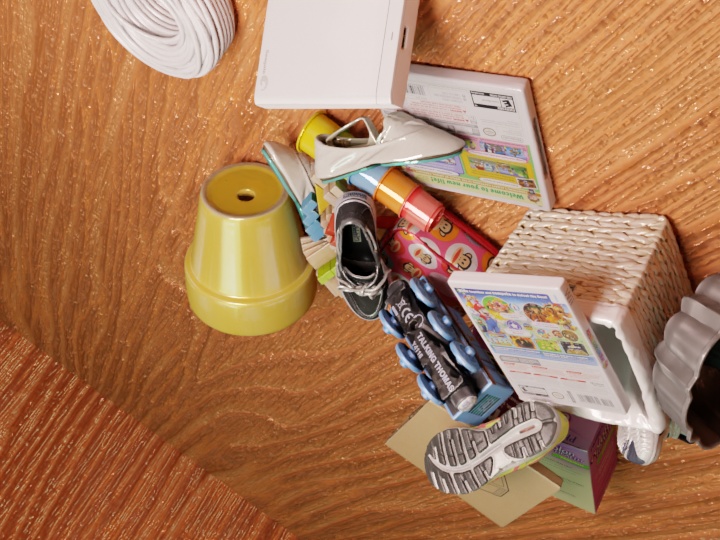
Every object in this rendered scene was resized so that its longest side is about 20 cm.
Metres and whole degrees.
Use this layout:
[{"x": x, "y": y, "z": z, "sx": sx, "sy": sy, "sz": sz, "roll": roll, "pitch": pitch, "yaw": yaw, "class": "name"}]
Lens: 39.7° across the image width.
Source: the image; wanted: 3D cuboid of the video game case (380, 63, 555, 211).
[{"x": 0.115, "y": -0.153, "z": 1.126, "sx": 0.197, "sy": 0.022, "sz": 0.183, "roll": 15, "pitch": 147, "yaw": 32, "class": "video game case"}]

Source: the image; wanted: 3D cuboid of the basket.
[{"x": 0.260, "y": 0.049, "z": 1.136, "sx": 0.196, "sy": 0.162, "sz": 0.201, "roll": 8, "pitch": 144, "yaw": 41, "class": "basket"}]

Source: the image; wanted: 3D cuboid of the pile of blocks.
[{"x": -0.042, "y": -0.040, "z": 1.298, "sx": 0.080, "sy": 0.063, "sz": 0.203, "roll": -11, "pitch": 121, "yaw": 4, "class": "pile of blocks"}]

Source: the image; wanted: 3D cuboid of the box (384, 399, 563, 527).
[{"x": 0.143, "y": 0.248, "z": 1.298, "sx": 0.198, "sy": 0.021, "sz": 0.164, "roll": 35, "pitch": 144, "yaw": 0, "class": "box"}]

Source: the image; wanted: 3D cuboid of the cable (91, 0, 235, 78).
[{"x": -0.243, "y": -0.325, "z": 1.198, "sx": 0.197, "sy": 0.070, "sz": 0.201, "roll": 10, "pitch": 145, "yaw": 41, "class": "cable"}]

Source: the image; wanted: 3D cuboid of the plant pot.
[{"x": -0.162, "y": -0.042, "z": 1.449, "sx": 0.198, "sy": 0.201, "sz": 0.191, "roll": 22, "pitch": 137, "yaw": 21, "class": "plant pot"}]

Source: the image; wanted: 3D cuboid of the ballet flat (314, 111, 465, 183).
[{"x": 0.023, "y": -0.146, "z": 1.137, "sx": 0.197, "sy": 0.070, "sz": 0.070, "roll": -7, "pitch": 134, "yaw": 35, "class": "ballet flat"}]

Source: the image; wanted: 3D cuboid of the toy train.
[{"x": 0.100, "y": 0.095, "z": 1.226, "sx": 0.114, "sy": 0.087, "sz": 0.201, "roll": 26, "pitch": -155, "yaw": -49, "class": "toy train"}]

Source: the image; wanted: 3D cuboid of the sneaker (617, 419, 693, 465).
[{"x": 0.382, "y": 0.178, "z": 1.208, "sx": 0.127, "sy": 0.200, "sz": 0.081, "roll": 20, "pitch": 112, "yaw": 3, "class": "sneaker"}]

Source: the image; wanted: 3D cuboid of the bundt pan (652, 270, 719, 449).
[{"x": 0.380, "y": 0.079, "z": 1.035, "sx": 0.076, "sy": 0.201, "sz": 0.203, "roll": 41, "pitch": 166, "yaw": 46, "class": "bundt pan"}]

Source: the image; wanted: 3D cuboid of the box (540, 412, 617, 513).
[{"x": 0.287, "y": 0.251, "z": 1.507, "sx": 0.173, "sy": 0.097, "sz": 0.201, "roll": 18, "pitch": 150, "yaw": 29, "class": "box"}]

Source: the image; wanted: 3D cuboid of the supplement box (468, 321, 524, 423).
[{"x": 0.179, "y": 0.167, "z": 1.376, "sx": 0.130, "sy": 0.202, "sz": 0.103, "roll": 33, "pitch": 154, "yaw": -3, "class": "supplement box"}]

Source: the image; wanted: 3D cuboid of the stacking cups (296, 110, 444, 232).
[{"x": 0.011, "y": -0.114, "z": 1.223, "sx": 0.199, "sy": 0.061, "sz": 0.061, "roll": 39, "pitch": 155, "yaw": 14, "class": "stacking cups"}]

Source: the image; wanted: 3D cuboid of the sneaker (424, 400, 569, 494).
[{"x": 0.166, "y": 0.215, "z": 1.192, "sx": 0.198, "sy": 0.080, "sz": 0.090, "roll": -26, "pitch": 161, "yaw": 32, "class": "sneaker"}]

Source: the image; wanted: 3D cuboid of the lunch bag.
[{"x": 0.082, "y": -0.009, "z": 1.329, "sx": 0.175, "sy": 0.083, "sz": 0.200, "roll": 36, "pitch": 154, "yaw": -3, "class": "lunch bag"}]

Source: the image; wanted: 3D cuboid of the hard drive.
[{"x": -0.028, "y": -0.237, "z": 1.041, "sx": 0.197, "sy": 0.135, "sz": 0.026, "roll": 8, "pitch": 179, "yaw": 42, "class": "hard drive"}]

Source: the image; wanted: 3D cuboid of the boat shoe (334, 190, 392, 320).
[{"x": 0.003, "y": 0.000, "z": 1.246, "sx": 0.072, "sy": 0.069, "sz": 0.202, "roll": 0, "pitch": 133, "yaw": 3, "class": "boat shoe"}]

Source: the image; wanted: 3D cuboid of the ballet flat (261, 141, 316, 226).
[{"x": -0.069, "y": -0.110, "z": 1.347, "sx": 0.068, "sy": 0.070, "sz": 0.201, "roll": 13, "pitch": 146, "yaw": 35, "class": "ballet flat"}]

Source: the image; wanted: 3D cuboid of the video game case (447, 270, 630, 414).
[{"x": 0.192, "y": 0.077, "z": 1.065, "sx": 0.141, "sy": 0.018, "sz": 0.201, "roll": 5, "pitch": 140, "yaw": 44, "class": "video game case"}]
